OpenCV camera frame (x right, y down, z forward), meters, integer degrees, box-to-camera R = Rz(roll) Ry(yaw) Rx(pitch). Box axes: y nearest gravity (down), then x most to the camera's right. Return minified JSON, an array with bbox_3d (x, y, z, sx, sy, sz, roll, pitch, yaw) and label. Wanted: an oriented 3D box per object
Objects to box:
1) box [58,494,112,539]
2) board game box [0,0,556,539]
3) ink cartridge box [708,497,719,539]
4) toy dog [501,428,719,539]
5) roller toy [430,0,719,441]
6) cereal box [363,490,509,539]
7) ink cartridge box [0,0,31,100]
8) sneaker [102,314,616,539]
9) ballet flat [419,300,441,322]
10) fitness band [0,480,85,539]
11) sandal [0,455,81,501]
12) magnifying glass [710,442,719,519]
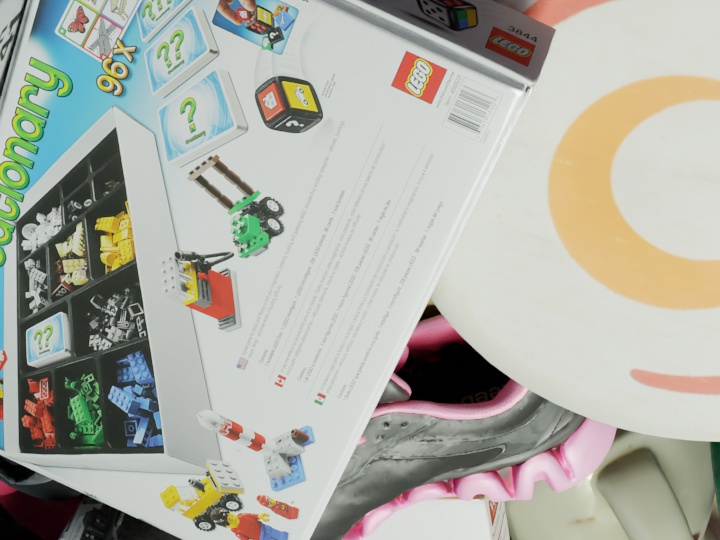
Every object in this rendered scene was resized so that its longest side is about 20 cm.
[{"bbox_3d":[-0.074,0.195,0.787,0.158,0.050,0.200,27,123,1],"label":"box"},{"bbox_3d":[-0.043,-0.008,0.537,0.126,0.035,0.200,25,129,0],"label":"board game box"},{"bbox_3d":[0.238,0.092,0.980,0.200,0.075,0.165,-18,134,-15],"label":"ink cartridge box"},{"bbox_3d":[0.113,0.107,0.849,0.139,0.194,0.200,-35,130,-16],"label":"toy dog"},{"bbox_3d":[0.102,-0.055,0.573,0.200,0.140,0.183,-26,112,25],"label":"roller toy"},{"bbox_3d":[-0.004,0.162,0.804,0.144,0.040,0.200,-2,121,15],"label":"cereal box"},{"bbox_3d":[-0.142,-0.055,0.550,0.086,0.200,0.148,27,117,-5],"label":"ink cartridge box"},{"bbox_3d":[-0.005,0.058,0.696,0.200,0.079,0.095,-24,150,-3],"label":"sneaker"},{"bbox_3d":[0.000,0.000,0.727,0.200,0.069,0.063,-21,146,7],"label":"ballet flat"},{"bbox_3d":[-0.080,0.037,0.786,0.144,0.037,0.200,0,127,-33],"label":"fitness band"},{"bbox_3d":[-0.117,0.034,0.659,0.076,0.043,0.200,22,150,1],"label":"sandal"},{"bbox_3d":[0.159,0.083,0.793,0.022,0.200,0.080,-13,104,15],"label":"magnifying glass"}]
